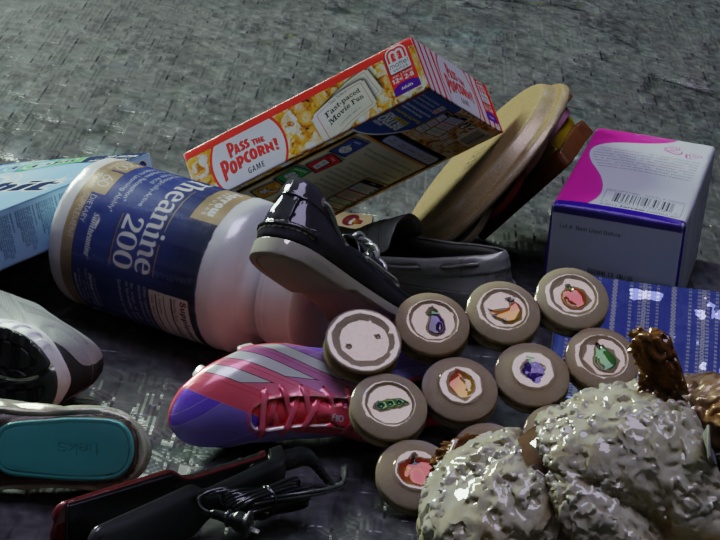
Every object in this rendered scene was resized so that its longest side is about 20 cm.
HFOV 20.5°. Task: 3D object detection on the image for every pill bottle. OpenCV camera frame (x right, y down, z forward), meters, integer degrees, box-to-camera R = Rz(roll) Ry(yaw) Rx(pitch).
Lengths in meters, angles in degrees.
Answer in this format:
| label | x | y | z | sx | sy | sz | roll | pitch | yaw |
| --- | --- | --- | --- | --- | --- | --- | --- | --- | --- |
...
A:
| label | x | y | z | sx | sy | sz | roll | pitch | yaw |
| --- | --- | --- | --- | --- | --- | --- | --- | --- | --- |
| pill bottle | -0.113 | -0.006 | 1.422 | 0.200 | 0.111 | 0.111 | 16 | 25 | 26 |

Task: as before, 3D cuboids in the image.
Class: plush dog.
| label | x | y | z | sx | sy | sz | roll | pitch | yaw |
| --- | --- | --- | --- | --- | --- | --- | --- | --- | --- |
| plush dog | 0.115 | 0.128 | 1.135 | 0.172 | 0.161 | 0.200 | -19 | 24 | 3 |

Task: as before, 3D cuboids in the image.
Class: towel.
| label | x | y | z | sx | sy | sz | roll | pitch | yaw |
| --- | --- | --- | --- | --- | --- | --- | --- | --- | --- |
| towel | 0.234 | 0.058 | 1.400 | 0.200 | 0.024 | 0.145 | 7 | 41 | 6 |

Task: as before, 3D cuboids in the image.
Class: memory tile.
| label | x | y | z | sx | sy | sz | roll | pitch | yaw |
| --- | --- | --- | --- | --- | --- | --- | --- | --- | --- |
| memory tile | 0.087 | 0.073 | 1.276 | 0.200 | 0.017 | 0.153 | -12 | 57 | -16 |

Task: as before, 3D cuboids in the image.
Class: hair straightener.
| label | x | y | z | sx | sy | sz | roll | pitch | yaw |
| --- | --- | --- | --- | --- | --- | --- | --- | --- | --- |
| hair straightener | -0.080 | 0.145 | 1.177 | 0.200 | 0.041 | 0.077 | -9 | 26 | -39 |

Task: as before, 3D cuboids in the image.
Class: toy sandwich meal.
| label | x | y | z | sx | sy | sz | roll | pitch | yaw |
| --- | --- | --- | --- | --- | --- | --- | --- | --- | --- |
| toy sandwich meal | 0.115 | -0.068 | 1.586 | 0.070 | 0.205 | 0.205 | 41 | 21 | -10 |

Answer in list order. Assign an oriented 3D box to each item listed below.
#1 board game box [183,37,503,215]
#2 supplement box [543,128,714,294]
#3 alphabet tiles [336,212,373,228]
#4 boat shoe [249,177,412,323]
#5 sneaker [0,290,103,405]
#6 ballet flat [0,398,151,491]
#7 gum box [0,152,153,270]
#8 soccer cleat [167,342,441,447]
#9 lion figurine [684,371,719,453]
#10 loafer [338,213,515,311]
| label | x | y | z | sx | sy | sz | roll | pitch | yaw |
| --- | --- | --- | --- | --- | --- | --- | --- | --- | --- |
| board game box | -0.011 | -0.096 | 1.515 | 0.200 | 0.046 | 0.151 | -26 | -19 | 18 |
| supplement box | 0.211 | -0.031 | 1.560 | 0.101 | 0.103 | 0.200 | 10 | 24 | 14 |
| alphabet tiles | -0.049 | -0.012 | 1.587 | 0.167 | 0.008 | 0.200 | 6 | 22 | 4 |
| boat shoe | 0.000 | 0.000 | 1.339 | 0.073 | 0.063 | 0.200 | 2 | -20 | 35 |
| sneaker | -0.260 | 0.042 | 1.346 | 0.200 | 0.074 | 0.079 | 25 | 20 | 27 |
| ballet flat | -0.227 | 0.108 | 1.217 | 0.200 | 0.068 | 0.062 | 8 | -5 | -2 |
| gum box | -0.279 | -0.041 | 1.502 | 0.170 | 0.045 | 0.200 | -2 | 15 | 34 |
| soccer cleat | -0.025 | 0.085 | 1.290 | 0.200 | 0.067 | 0.076 | -6 | 29 | -31 |
| lion figurine | 0.273 | 0.120 | 1.244 | 0.122 | 0.073 | 0.200 | 3 | 19 | -19 |
| loafer | 0.026 | -0.013 | 1.501 | 0.200 | 0.070 | 0.070 | 16 | 25 | 25 |
